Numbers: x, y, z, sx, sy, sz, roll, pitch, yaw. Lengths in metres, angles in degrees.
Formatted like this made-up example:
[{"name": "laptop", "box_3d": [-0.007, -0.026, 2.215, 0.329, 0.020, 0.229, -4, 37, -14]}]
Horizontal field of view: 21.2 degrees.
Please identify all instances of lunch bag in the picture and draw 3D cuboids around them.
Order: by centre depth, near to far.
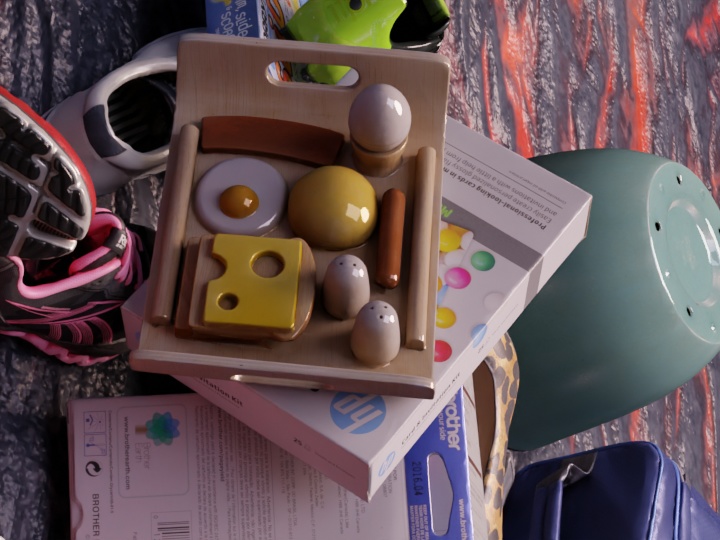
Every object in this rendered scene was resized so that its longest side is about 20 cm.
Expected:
[{"name": "lunch bag", "box_3d": [0.157, 0.204, 1.238, 0.132, 0.135, 0.201, 46, 41, -34]}]

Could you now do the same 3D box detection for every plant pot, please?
[{"name": "plant pot", "box_3d": [0.158, 0.007, 1.306, 0.200, 0.161, 0.201, 27, 54, -45]}]

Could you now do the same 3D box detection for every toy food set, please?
[{"name": "toy food set", "box_3d": [-0.030, -0.030, 0.939, 0.061, 0.143, 0.201, 95, 0, -54]}]

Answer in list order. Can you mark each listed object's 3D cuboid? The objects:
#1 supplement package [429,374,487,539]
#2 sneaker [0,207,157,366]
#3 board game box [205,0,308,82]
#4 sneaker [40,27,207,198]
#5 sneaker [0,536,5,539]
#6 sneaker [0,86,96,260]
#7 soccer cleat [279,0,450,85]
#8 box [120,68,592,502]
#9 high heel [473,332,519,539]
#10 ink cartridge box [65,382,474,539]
[{"name": "supplement package", "box_3d": [0.002, 0.091, 1.058, 0.117, 0.116, 0.201, 55, 28, -69]}, {"name": "sneaker", "box_3d": [-0.139, -0.002, 0.953, 0.200, 0.095, 0.079, 3, 71, -55]}, {"name": "board game box", "box_3d": [-0.049, -0.141, 1.128, 0.135, 0.034, 0.201, 54, 23, -49]}, {"name": "sneaker", "box_3d": [-0.103, -0.089, 1.061, 0.073, 0.071, 0.200, 63, 35, -13]}, {"name": "sneaker", "box_3d": [-0.179, 0.126, 0.845, 0.074, 0.087, 0.201, 1, 74, -55]}, {"name": "sneaker", "box_3d": [-0.194, -0.082, 0.867, 0.200, 0.077, 0.085, 34, 30, 6]}, {"name": "soccer cleat", "box_3d": [0.021, -0.132, 1.127, 0.068, 0.081, 0.200, 64, 14, 9]}, {"name": "box", "box_3d": [0.000, 0.000, 0.983, 0.200, 0.156, 0.041, -48, 157, -28]}, {"name": "high heel", "box_3d": [0.051, 0.100, 1.174, 0.143, 0.071, 0.201, -62, 141, -53]}, {"name": "ink cartridge box", "box_3d": [-0.044, 0.120, 0.961, 0.042, 0.199, 0.120, 89, -3, -71]}]
